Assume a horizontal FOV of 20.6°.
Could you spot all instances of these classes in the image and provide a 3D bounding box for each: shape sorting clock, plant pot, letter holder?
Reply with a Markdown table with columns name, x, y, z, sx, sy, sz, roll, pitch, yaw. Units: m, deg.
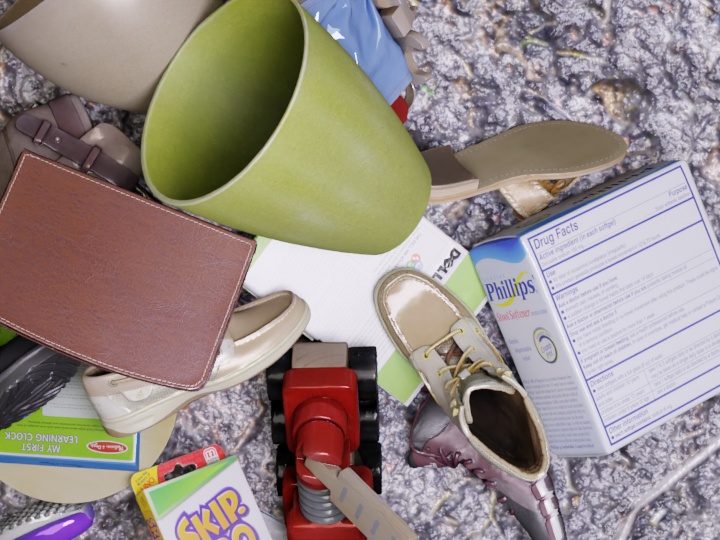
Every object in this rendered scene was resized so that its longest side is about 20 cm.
| name | x | y | z | sx | sy | sz | roll | pitch | yaw |
| --- | --- | --- | --- | --- | --- | --- | --- | --- | --- |
| shape sorting clock | -0.252 | 0.100 | 1.695 | 0.198 | 0.039 | 0.202 | 0 | 92 | 5 |
| plant pot | -0.042 | -0.095 | 1.591 | 0.199 | 0.187 | 0.188 | 31 | 91 | -38 |
| plant pot | -0.190 | -0.213 | 1.658 | 0.200 | 0.200 | 0.135 | -41 | 107 | -1 |
| letter holder | -0.201 | 0.020 | 1.557 | 0.198 | 0.101 | 0.143 | 21 | 67 | -5 |

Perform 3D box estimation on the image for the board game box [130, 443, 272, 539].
| name | x | y | z | sx | sy | sz | roll | pitch | yaw |
| --- | --- | --- | --- | --- | --- | --- | --- | --- | --- |
| board game box | -0.116 | 0.248 | 1.676 | 0.095 | 0.030 | 0.201 | -18 | 75 | -32 |

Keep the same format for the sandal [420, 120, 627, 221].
| name | x | y | z | sx | sy | sz | roll | pitch | yaw |
| --- | --- | --- | --- | --- | --- | --- | --- | --- | --- |
| sandal | 0.131 | -0.076 | 1.747 | 0.210 | 0.078 | 0.070 | -11 | 132 | -20 |

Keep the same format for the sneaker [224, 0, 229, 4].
| name | x | y | z | sx | sy | sz | roll | pitch | yaw |
| --- | --- | --- | --- | --- | --- | --- | --- | --- | --- |
| sneaker | -0.103 | -0.185 | 1.730 | 0.075 | 0.070 | 0.202 | 12 | 87 | 12 |

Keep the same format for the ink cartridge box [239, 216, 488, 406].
| name | x | y | z | sx | sy | sz | roll | pitch | yaw |
| --- | --- | --- | --- | --- | --- | --- | --- | --- | --- |
| ink cartridge box | 0.000 | 0.000 | 1.734 | 0.199 | 0.076 | 0.148 | 38 | 90 | -14 |

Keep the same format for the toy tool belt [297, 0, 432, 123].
| name | x | y | z | sx | sy | sz | roll | pitch | yaw |
| --- | --- | --- | --- | --- | --- | --- | --- | --- | --- |
| toy tool belt | -0.004 | -0.186 | 1.666 | 0.200 | 0.122 | 0.125 | 49 | 67 | -27 |

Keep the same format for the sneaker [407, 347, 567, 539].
| name | x | y | z | sx | sy | sz | roll | pitch | yaw |
| --- | --- | --- | --- | --- | --- | --- | --- | --- | --- |
| sneaker | 0.105 | 0.177 | 1.757 | 0.114 | 0.076 | 0.202 | -21 | 84 | 3 |

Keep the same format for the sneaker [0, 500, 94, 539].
| name | x | y | z | sx | sy | sz | roll | pitch | yaw |
| --- | --- | --- | --- | --- | --- | --- | --- | --- | --- |
| sneaker | -0.306 | 0.276 | 1.732 | 0.199 | 0.070 | 0.100 | -30 | 95 | 7 |

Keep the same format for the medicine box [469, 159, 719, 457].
| name | x | y | z | sx | sy | sz | roll | pitch | yaw |
| --- | --- | --- | --- | --- | --- | --- | --- | --- | --- |
| medicine box | 0.222 | 0.032 | 1.707 | 0.181 | 0.103 | 0.202 | -24 | 94 | -24 |

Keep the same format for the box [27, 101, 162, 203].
| name | x | y | z | sx | sy | sz | roll | pitch | yaw |
| --- | --- | --- | --- | --- | --- | --- | --- | --- | --- |
| box | -0.255 | -0.023 | 1.729 | 0.200 | 0.049 | 0.160 | 40 | 92 | -5 |

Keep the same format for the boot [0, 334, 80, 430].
| name | x | y | z | sx | sy | sz | roll | pitch | yaw |
| --- | --- | --- | --- | --- | --- | --- | --- | --- | --- |
| boot | -0.340 | 0.061 | 1.648 | 0.210 | 0.079 | 0.159 | -34 | 76 | 24 |

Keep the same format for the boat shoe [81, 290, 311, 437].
| name | x | y | z | sx | sy | sz | roll | pitch | yaw |
| --- | --- | --- | --- | --- | --- | --- | --- | --- | --- |
| boat shoe | -0.135 | 0.063 | 1.642 | 0.199 | 0.072 | 0.065 | -28 | 115 | -7 |

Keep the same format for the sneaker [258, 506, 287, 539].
| name | x | y | z | sx | sy | sz | roll | pitch | yaw |
| --- | --- | --- | --- | --- | --- | --- | --- | --- | --- |
| sneaker | -0.084 | 0.250 | 1.741 | 0.198 | 0.071 | 0.074 | 19 | 92 | -5 |

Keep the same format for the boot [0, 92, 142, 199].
| name | x | y | z | sx | sy | sz | roll | pitch | yaw |
| --- | --- | --- | --- | --- | --- | --- | --- | --- | --- |
| boot | -0.237 | -0.049 | 1.657 | 0.146 | 0.070 | 0.200 | -40 | 84 | -12 |

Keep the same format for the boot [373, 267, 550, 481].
| name | x | y | z | sx | sy | sz | roll | pitch | yaw |
| --- | --- | --- | --- | --- | --- | --- | --- | --- | --- |
| boot | 0.086 | 0.084 | 1.639 | 0.072 | 0.155 | 0.201 | -37 | 92 | 1 |

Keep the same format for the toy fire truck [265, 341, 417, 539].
| name | x | y | z | sx | sy | sz | roll | pitch | yaw |
| --- | --- | --- | --- | --- | --- | --- | --- | --- | --- |
| toy fire truck | -0.015 | 0.181 | 1.654 | 0.127 | 0.201 | 0.177 | -1 | 130 | 2 |
